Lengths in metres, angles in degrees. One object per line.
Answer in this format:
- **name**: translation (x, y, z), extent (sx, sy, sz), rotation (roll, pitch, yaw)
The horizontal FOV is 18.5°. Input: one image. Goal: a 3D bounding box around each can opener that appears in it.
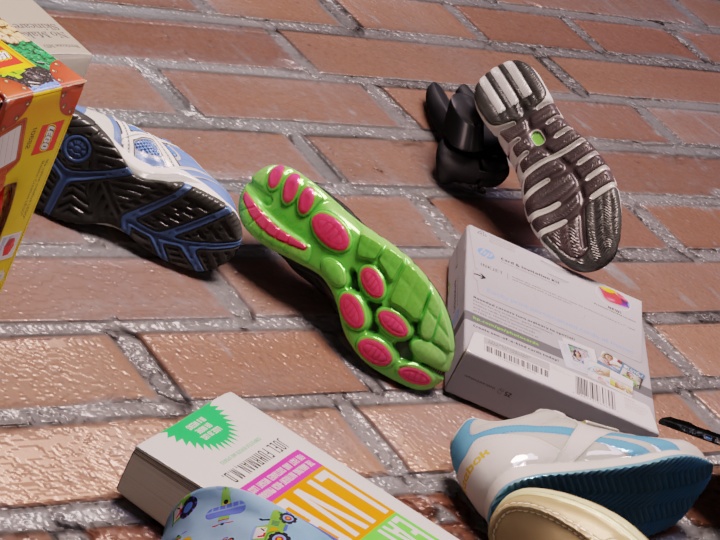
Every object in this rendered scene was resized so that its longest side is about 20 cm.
- **can opener**: translation (0.093, -0.122, 1.906), extent (0.063, 0.079, 0.200), rotation (14, 19, -8)

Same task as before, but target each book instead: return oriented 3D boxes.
- **book**: translation (-0.030, 0.153, 1.317), extent (0.200, 0.048, 0.134), rotation (31, 22, 13)

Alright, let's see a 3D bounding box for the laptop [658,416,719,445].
- **laptop**: translation (0.319, 0.193, 1.556), extent (0.177, 0.104, 0.200), rotation (22, -2, -41)

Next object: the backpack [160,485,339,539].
- **backpack**: translation (-0.045, 0.207, 1.056), extent (0.200, 0.183, 0.134), rotation (26, 40, 30)

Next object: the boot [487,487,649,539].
- **boot**: translation (0.134, 0.217, 1.317), extent (0.200, 0.072, 0.155), rotation (37, 30, 18)

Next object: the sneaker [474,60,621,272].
- **sneaker**: translation (0.166, -0.071, 1.797), extent (0.200, 0.076, 0.116), rotation (67, 8, 27)

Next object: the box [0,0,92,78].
- **box**: translation (-0.295, -0.186, 1.652), extent (0.200, 0.068, 0.082), rotation (41, 30, 28)

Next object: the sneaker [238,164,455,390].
- **sneaker**: translation (0.000, 0.000, 1.574), extent (0.200, 0.077, 0.084), rotation (49, 12, 15)

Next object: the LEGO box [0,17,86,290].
- **LEGO box**: translation (-0.269, -0.062, 1.302), extent (0.149, 0.200, 0.077), rotation (37, 28, 19)

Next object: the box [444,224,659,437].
- **box**: translation (0.140, 0.054, 1.649), extent (0.156, 0.041, 0.200), rotation (23, 28, -9)

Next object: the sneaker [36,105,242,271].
- **sneaker**: translation (-0.175, -0.068, 1.557), extent (0.200, 0.076, 0.077), rotation (32, 18, -12)

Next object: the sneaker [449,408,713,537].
- **sneaker**: translation (0.152, 0.130, 1.479), extent (0.200, 0.077, 0.081), rotation (5, 33, -36)
